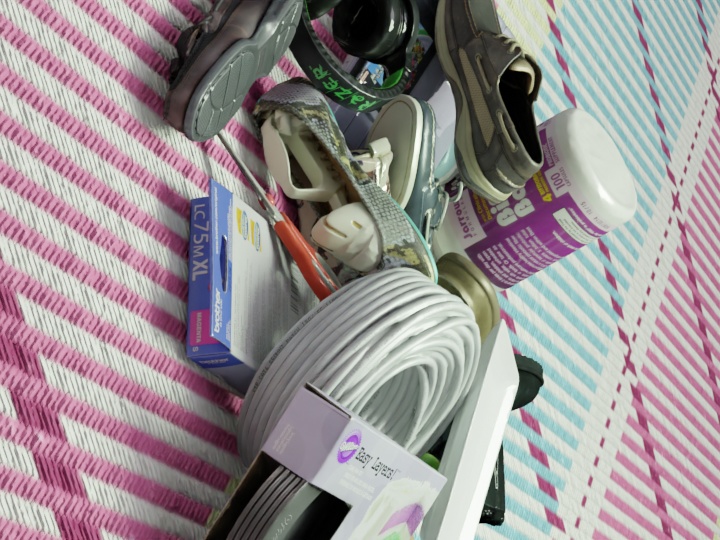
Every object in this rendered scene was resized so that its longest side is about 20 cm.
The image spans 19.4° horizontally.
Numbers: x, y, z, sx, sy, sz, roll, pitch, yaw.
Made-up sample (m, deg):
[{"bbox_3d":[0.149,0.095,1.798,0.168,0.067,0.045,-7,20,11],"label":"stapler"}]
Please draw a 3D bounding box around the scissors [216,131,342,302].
[{"bbox_3d":[-0.059,-0.038,1.515,0.200,0.014,0.073,55,10,-28],"label":"scissors"}]

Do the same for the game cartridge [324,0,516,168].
[{"bbox_3d":[0.048,-0.163,1.768,0.201,0.038,0.130,-58,133,-21],"label":"game cartridge"}]

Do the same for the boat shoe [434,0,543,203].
[{"bbox_3d":[0.115,-0.155,1.726,0.074,0.073,0.201,16,60,-51],"label":"boat shoe"}]

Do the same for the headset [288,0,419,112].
[{"bbox_3d":[-0.019,-0.207,1.654,0.123,0.094,0.201,33,44,-32],"label":"headset"}]

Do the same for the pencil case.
[{"bbox_3d":[0.000,0.000,1.656,0.078,0.089,0.202,-9,92,-57],"label":"pencil case"}]

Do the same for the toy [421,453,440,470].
[{"bbox_3d":[0.015,0.179,1.647,0.047,0.115,0.200,56,22,5],"label":"toy"}]

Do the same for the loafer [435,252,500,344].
[{"bbox_3d":[0.055,0.069,1.711,0.067,0.076,0.201,-37,156,-40],"label":"loafer"}]

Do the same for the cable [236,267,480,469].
[{"bbox_3d":[0.000,0.092,1.522,0.200,0.069,0.200,-47,153,-9],"label":"cable"}]

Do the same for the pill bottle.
[{"bbox_3d":[0.133,-0.050,1.852,0.112,0.199,0.113,44,28,-31],"label":"pill bottle"}]

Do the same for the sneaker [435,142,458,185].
[{"bbox_3d":[0.035,-0.178,1.825,0.130,0.079,0.201,29,48,-68],"label":"sneaker"}]

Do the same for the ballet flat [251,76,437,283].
[{"bbox_3d":[-0.021,-0.053,1.579,0.201,0.072,0.072,56,17,12],"label":"ballet flat"}]

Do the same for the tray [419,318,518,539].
[{"bbox_3d":[0.082,0.145,1.615,0.108,0.022,0.201,72,33,-59],"label":"tray"}]

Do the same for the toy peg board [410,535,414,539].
[{"bbox_3d":[0.055,0.321,1.702,0.200,0.097,0.201,-30,112,-68],"label":"toy peg board"}]

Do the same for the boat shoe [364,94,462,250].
[{"bbox_3d":[0.039,-0.048,1.713,0.061,0.075,0.201,-4,113,-28],"label":"boat shoe"}]

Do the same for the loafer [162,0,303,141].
[{"bbox_3d":[-0.103,-0.152,1.492,0.200,0.063,0.072,-54,165,-55],"label":"loafer"}]

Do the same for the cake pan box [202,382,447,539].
[{"bbox_3d":[-0.037,0.184,1.428,0.185,0.052,0.200,-58,152,-5],"label":"cake pan box"}]

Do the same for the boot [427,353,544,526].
[{"bbox_3d":[0.115,0.155,1.947,0.198,0.073,0.164,24,60,-59],"label":"boot"}]

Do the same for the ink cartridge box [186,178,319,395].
[{"bbox_3d":[-0.080,0.023,1.506,0.200,0.042,0.120,45,41,-64],"label":"ink cartridge box"}]
